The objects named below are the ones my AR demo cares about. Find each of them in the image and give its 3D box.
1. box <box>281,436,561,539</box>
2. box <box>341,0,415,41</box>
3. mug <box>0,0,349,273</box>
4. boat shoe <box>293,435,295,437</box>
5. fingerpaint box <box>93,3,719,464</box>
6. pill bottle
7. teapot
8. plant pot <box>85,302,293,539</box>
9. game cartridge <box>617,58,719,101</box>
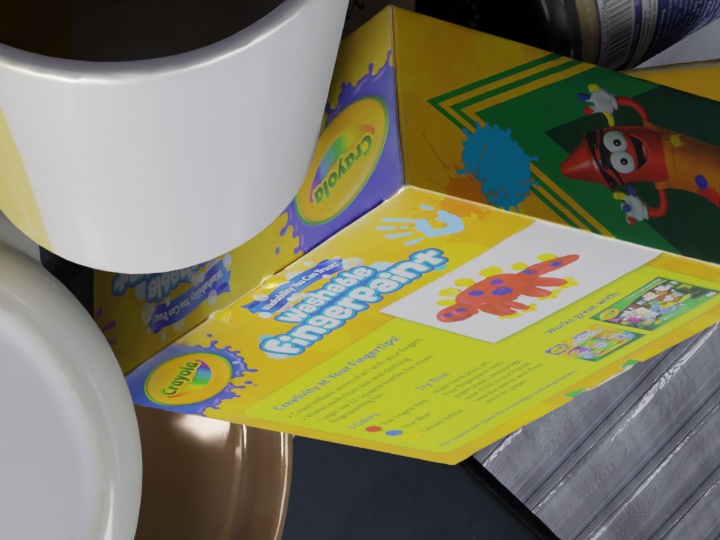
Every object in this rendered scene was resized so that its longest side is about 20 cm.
[{"bbox_3d":[0.040,0.160,1.397,0.124,0.200,0.197,-47,156,-1],"label":"box"},{"bbox_3d":[-0.036,-0.121,1.034,0.095,0.078,0.200,-39,155,-20],"label":"box"},{"bbox_3d":[-0.085,-0.086,0.893,0.149,0.186,0.153,-47,158,-24],"label":"mug"},{"bbox_3d":[0.000,0.000,1.272,0.072,0.076,0.200,14,115,-50],"label":"boat shoe"},{"bbox_3d":[0.023,-0.006,1.018,0.167,0.073,0.200,12,151,-32],"label":"fingerpaint box"},{"bbox_3d":[0.110,-0.146,1.203,0.200,0.112,0.112,-30,151,-34],"label":"pill bottle"},{"bbox_3d":[-0.174,0.070,1.011,0.200,0.198,0.146,-22,-170,-7],"label":"teapot"},{"bbox_3d":[-0.119,0.097,1.171,0.201,0.093,0.201,-33,130,-50],"label":"plant pot"},{"bbox_3d":[0.062,-0.039,1.155,0.200,0.032,0.176,-12,169,-42],"label":"game cartridge"}]
